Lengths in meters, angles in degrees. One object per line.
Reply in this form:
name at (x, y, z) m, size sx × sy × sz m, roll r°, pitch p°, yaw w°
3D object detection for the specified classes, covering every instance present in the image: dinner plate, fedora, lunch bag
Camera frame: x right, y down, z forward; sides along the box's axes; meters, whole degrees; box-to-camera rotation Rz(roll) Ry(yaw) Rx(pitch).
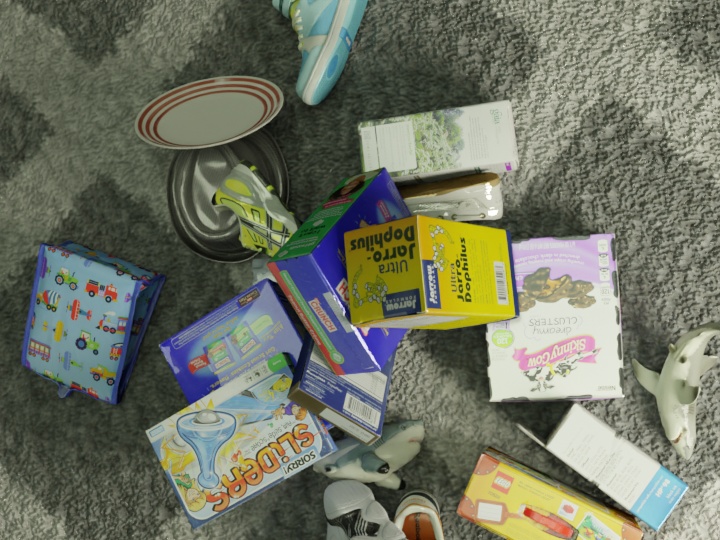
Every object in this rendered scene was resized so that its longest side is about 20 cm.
dinner plate at (-0.197, -0.203, 1.397) m, size 0.198 × 0.201 × 0.024 m, roll -2°, pitch 124°, yaw 10°
fedora at (-0.187, -0.112, 1.411) m, size 0.175 × 0.090 × 0.202 m, roll -4°, pitch 83°, yaw 9°
lunch bag at (-0.372, 0.080, 1.435) m, size 0.149 × 0.094 × 0.202 m, roll 19°, pitch 97°, yaw 9°

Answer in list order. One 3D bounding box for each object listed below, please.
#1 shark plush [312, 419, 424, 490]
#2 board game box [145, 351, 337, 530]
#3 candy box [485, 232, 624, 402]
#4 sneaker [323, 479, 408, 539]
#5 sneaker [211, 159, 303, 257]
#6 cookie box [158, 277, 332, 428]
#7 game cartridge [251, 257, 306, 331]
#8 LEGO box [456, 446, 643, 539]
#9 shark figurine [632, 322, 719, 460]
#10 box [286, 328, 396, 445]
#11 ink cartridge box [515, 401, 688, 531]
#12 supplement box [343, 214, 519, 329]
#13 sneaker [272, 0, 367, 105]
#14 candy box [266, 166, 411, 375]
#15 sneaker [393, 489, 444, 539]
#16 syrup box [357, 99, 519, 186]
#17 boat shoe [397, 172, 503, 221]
shark plush at (-0.014, 0.232, 1.379) m, size 0.198 × 0.091 × 0.084 m, roll -6°, pitch 62°, yaw 30°
board game box at (-0.145, 0.206, 1.290) m, size 0.199 × 0.034 × 0.136 m, roll -31°, pitch 81°, yaw 7°
candy box at (0.239, 0.062, 1.326) m, size 0.166 × 0.072 × 0.202 m, roll -4°, pitch 83°, yaw 10°
sneaker at (0.008, 0.352, 1.283) m, size 0.074 × 0.200 × 0.116 m, roll -8°, pitch 117°, yaw -18°
sneaker at (-0.106, -0.041, 1.335) m, size 0.076 × 0.075 × 0.200 m, roll -40°, pitch 83°, yaw -1°
cookie box at (-0.133, 0.141, 1.349) m, size 0.170 × 0.075 × 0.201 m, roll -31°, pitch 80°, yaw 6°
game cartridge at (-0.076, 0.081, 1.401) m, size 0.132 × 0.040 × 0.202 m, roll -3°, pitch 84°, yaw 13°
LEGO box at (0.224, 0.291, 1.267) m, size 0.198 × 0.149 × 0.078 m, roll 25°, pitch 89°, yaw 11°
shark figurine at (0.413, 0.108, 1.278) m, size 0.089 × 0.216 × 0.129 m, roll -9°, pitch 46°, yaw -27°
box at (-0.015, 0.107, 1.317) m, size 0.121 × 0.201 × 0.032 m, roll 32°, pitch 131°, yaw -16°
ink cartridge box at (0.287, 0.219, 1.279) m, size 0.199 × 0.116 × 0.067 m, roll 37°, pitch 91°, yaw 11°
supplement box at (0.086, 0.007, 1.239) m, size 0.108 × 0.199 × 0.111 m, roll -12°, pitch 79°, yaw 37°
sneaker at (-0.076, -0.326, 1.422) m, size 0.129 × 0.080 × 0.202 m, roll 19°, pitch 78°, yaw 9°
candy box at (0.000, 0.000, 1.284) m, size 0.077 × 0.200 × 0.170 m, roll -14°, pitch 115°, yaw 37°
sneaker at (0.075, 0.379, 1.322) m, size 0.078 × 0.079 × 0.202 m, roll -11°, pitch 84°, yaw 8°
syrup box at (0.101, -0.160, 1.369) m, size 0.198 × 0.081 × 0.080 m, roll -7°, pitch 85°, yaw 9°
boat shoe at (0.086, -0.074, 1.370) m, size 0.198 × 0.071 × 0.070 m, roll -8°, pitch 109°, yaw 21°
